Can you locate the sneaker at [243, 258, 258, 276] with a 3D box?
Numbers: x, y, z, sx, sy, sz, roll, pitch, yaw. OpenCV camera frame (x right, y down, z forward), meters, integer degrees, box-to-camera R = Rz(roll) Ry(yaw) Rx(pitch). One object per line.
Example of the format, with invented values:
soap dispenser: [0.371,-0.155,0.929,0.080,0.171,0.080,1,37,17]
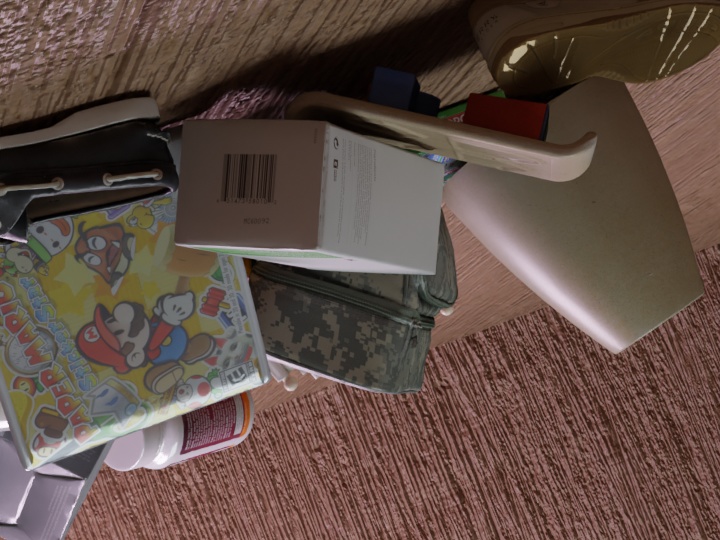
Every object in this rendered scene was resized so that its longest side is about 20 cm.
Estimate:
sneaker: [-0.119,-0.020,1.439,0.078,0.082,0.200,-20,173,-7]

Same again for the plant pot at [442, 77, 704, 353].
plant pot: [0.199,-0.037,1.617,0.187,0.200,0.187,-35,175,-4]

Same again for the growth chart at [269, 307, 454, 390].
growth chart: [-0.031,0.024,1.799,0.199,0.145,0.018,-28,-169,12]

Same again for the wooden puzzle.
wooden puzzle: [0.059,-0.100,1.280,0.199,0.047,0.185,8,179,6]

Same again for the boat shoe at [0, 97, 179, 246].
boat shoe: [-0.204,-0.045,1.117,0.199,0.061,0.074,-19,173,-21]

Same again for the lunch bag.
lunch bag: [0.000,0.000,1.452,0.139,0.169,0.200,16,179,11]

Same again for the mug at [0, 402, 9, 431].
mug: [-0.267,0.035,1.351,0.152,0.187,0.150,-14,-154,7]

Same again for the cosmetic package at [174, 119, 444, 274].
cosmetic package: [-0.029,-0.047,1.252,0.107,0.085,0.200,2,176,25]

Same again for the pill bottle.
pill bottle: [-0.240,0.188,2.422,0.114,0.115,0.200,-27,170,38]

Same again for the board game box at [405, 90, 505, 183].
board game box: [0.050,-0.093,1.600,0.134,0.029,0.200,-21,172,-7]

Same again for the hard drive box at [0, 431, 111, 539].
hard drive box: [-0.223,0.104,1.507,0.200,0.077,0.156,-65,-176,-38]

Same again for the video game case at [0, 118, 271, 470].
video game case: [-0.164,0.018,1.258,0.181,0.201,0.023,-20,-150,-13]

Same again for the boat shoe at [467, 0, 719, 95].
boat shoe: [0.158,-0.167,1.249,0.199,0.069,0.074,-9,142,-34]
